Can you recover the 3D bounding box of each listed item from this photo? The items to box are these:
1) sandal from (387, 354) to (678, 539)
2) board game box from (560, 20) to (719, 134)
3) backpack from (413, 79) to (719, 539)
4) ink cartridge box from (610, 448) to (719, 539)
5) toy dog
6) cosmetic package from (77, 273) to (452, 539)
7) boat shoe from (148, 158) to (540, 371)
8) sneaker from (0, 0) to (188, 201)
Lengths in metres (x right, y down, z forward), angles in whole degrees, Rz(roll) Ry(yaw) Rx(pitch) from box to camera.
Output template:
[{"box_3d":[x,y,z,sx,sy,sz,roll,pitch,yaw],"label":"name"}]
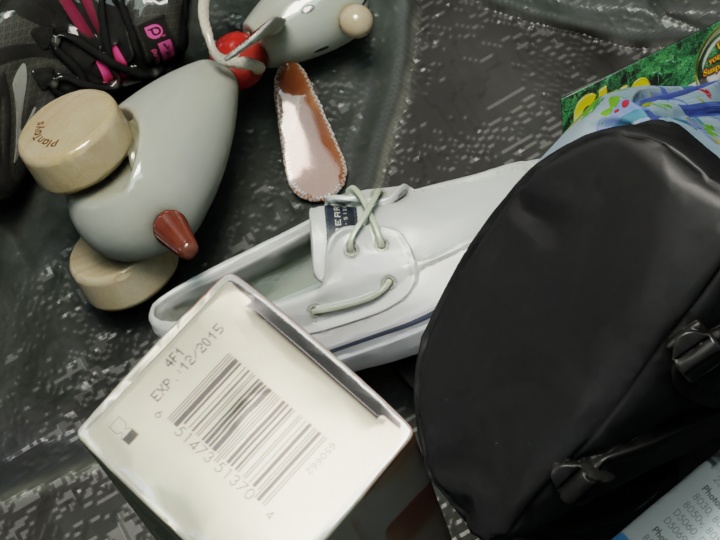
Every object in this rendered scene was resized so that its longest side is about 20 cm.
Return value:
[{"box_3d":[0.055,0.046,0.958,0.075,0.045,0.200,-38,45,-8],"label":"sandal"},{"box_3d":[0.164,-0.061,0.970,0.199,0.023,0.106,-24,58,43],"label":"board game box"},{"box_3d":[0.113,0.003,0.854,0.154,0.199,0.164,52,122,30],"label":"backpack"},{"box_3d":[0.170,0.104,0.910,0.200,0.116,0.067,-38,70,-8],"label":"ink cartridge box"},{"box_3d":[-0.061,-0.066,1.030,0.096,0.132,0.201,26,82,42],"label":"toy dog"},{"box_3d":[-0.028,0.096,0.901,0.103,0.200,0.087,39,77,20],"label":"cosmetic package"},{"box_3d":[0.000,0.000,0.978,0.199,0.067,0.074,-31,31,12],"label":"boat shoe"},{"box_3d":[-0.127,-0.116,1.079,0.083,0.077,0.201,26,74,23],"label":"sneaker"}]
